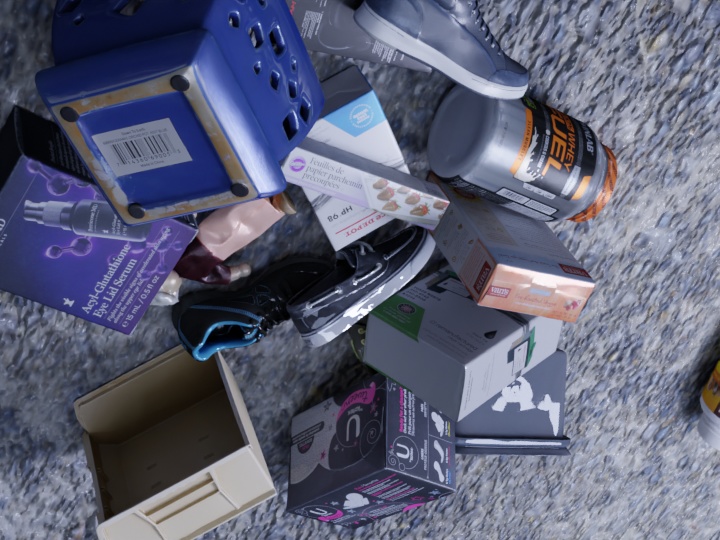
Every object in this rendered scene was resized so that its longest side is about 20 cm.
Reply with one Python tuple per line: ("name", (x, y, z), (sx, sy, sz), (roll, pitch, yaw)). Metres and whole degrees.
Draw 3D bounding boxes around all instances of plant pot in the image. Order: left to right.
("plant pot", (-0.165, -0.161, 1.010), (0.198, 0.181, 0.201), (-10, 132, 19))

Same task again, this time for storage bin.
("storage bin", (-0.218, 0.201, 1.267), (0.197, 0.200, 0.094), (-27, 131, -2))
("storage bin", (0.171, 0.157, 1.446), (0.198, 0.145, 0.136), (7, 93, -25))

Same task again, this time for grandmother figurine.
("grandmother figurine", (-0.165, -0.028, 1.224), (0.199, 0.061, 0.121), (-36, 122, 8))

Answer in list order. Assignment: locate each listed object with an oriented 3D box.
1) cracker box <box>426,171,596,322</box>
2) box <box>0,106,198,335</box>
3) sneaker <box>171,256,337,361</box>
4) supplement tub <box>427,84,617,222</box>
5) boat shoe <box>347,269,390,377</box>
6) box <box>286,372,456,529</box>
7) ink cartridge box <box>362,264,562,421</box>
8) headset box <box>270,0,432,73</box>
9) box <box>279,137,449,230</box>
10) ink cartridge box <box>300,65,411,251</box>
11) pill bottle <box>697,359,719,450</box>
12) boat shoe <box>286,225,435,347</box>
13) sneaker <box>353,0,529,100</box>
("cracker box", (0.158, -0.028, 1.257), (0.133, 0.200, 0.058), (11, 118, -27))
("box", (-0.290, -0.046, 1.129), (0.199, 0.105, 0.148), (22, 113, -33))
("sneaker", (-0.112, 0.050, 1.279), (0.199, 0.082, 0.074), (-21, 128, -7))
("supplement tub", (0.184, -0.128, 1.250), (0.199, 0.123, 0.123), (17, 115, -31))
("boat shoe", (0.019, 0.073, 1.360), (0.072, 0.060, 0.203), (-24, 128, -5))
("box", (0.010, 0.221, 1.367), (0.114, 0.133, 0.199), (23, 143, -33))
("ink cartridge box", (0.123, 0.069, 1.300), (0.199, 0.146, 0.085), (-29, 136, -40))
("headset box", (0.013, -0.288, 1.101), (0.198, 0.077, 0.150), (5, 121, -25))
("box", (0.001, -0.093, 1.167), (0.199, 0.042, 0.039), (16, 115, -30))
("ink cartridge box", (-0.009, -0.106, 1.223), (0.115, 0.067, 0.201), (-29, 128, -1))
("pill bottle", (0.561, 0.164, 1.607), (0.108, 0.109, 0.201), (5, 120, -24))
("boat shoe", (0.000, 0.000, 1.264), (0.200, 0.072, 0.068), (-38, 113, -16))
("sneaker", (0.113, -0.255, 1.066), (0.201, 0.077, 0.147), (20, 117, -31))
